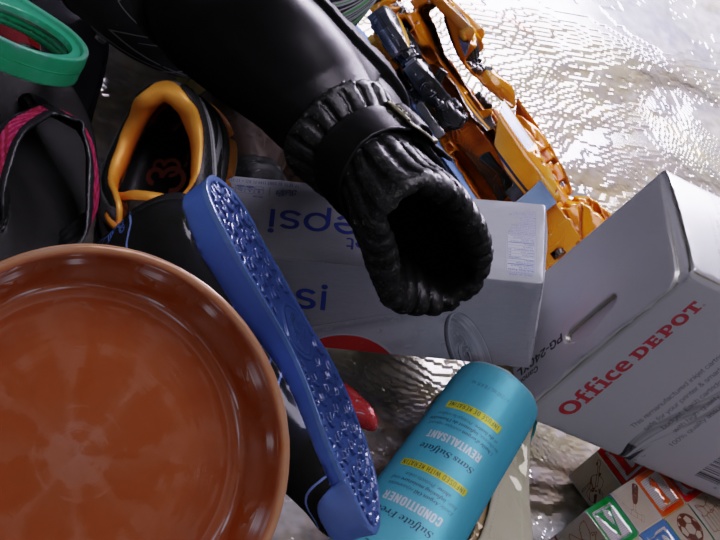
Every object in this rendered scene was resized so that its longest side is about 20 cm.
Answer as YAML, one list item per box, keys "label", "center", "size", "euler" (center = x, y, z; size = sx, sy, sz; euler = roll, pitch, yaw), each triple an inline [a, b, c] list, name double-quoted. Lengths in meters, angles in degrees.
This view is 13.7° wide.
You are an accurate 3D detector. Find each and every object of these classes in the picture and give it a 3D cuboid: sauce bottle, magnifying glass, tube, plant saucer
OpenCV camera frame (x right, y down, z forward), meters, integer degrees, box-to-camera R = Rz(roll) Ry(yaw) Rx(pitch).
- label: "sauce bottle"
  center: [-0.073, -0.097, 1.728]
  size: [0.064, 0.065, 0.201]
  euler: [17, 45, -33]
- label: "magnifying glass"
  center: [-0.205, -0.148, 1.566]
  size: [0.079, 0.023, 0.200]
  euler: [12, 20, -38]
- label: "tube"
  center: [0.027, 0.135, 1.582]
  size: [0.077, 0.051, 0.200]
  euler: [23, 54, 18]
- label: "plant saucer"
  center: [-0.133, 0.088, 1.427]
  size: [0.200, 0.201, 0.032]
  euler: [37, -7, -12]

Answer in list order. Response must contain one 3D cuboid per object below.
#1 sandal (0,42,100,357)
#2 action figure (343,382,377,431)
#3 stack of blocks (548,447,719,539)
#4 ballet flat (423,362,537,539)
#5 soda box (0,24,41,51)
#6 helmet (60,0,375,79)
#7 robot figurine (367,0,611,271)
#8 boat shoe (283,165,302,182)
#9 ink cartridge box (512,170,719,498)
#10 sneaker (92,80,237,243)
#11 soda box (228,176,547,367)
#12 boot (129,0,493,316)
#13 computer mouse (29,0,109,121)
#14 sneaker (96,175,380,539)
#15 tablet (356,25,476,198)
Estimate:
- label: "sandal"
  center: [-0.160, -0.040, 1.497]
  size: [0.075, 0.045, 0.201]
  euler: [24, 42, -25]
- label: "action figure"
  center: [-0.052, 0.126, 1.536]
  size: [0.099, 0.065, 0.199]
  euler: [49, 35, 19]
- label: "stack of blocks"
  center: [0.180, 0.147, 1.752]
  size: [0.115, 0.059, 0.200]
  euler: [53, 37, 9]
- label: "ballet flat"
  center: [0.065, 0.103, 1.674]
  size: [0.069, 0.069, 0.201]
  euler: [27, 40, -24]
- label: "soda box"
  center: [-0.200, -0.047, 1.556]
  size: [0.070, 0.063, 0.201]
  euler: [15, 47, -33]
- label: "helmet"
  center: [-0.074, -0.199, 1.650]
  size: [0.199, 0.200, 0.192]
  euler: [20, 42, -31]
- label: "robot figurine"
  center: [0.075, -0.090, 1.798]
  size: [0.201, 0.058, 0.145]
  euler: [55, 8, 1]
- label: "boat shoe"
  center: [0.007, -0.024, 1.748]
  size: [0.203, 0.074, 0.075]
  euler: [54, -6, 29]
- label: "ink cartridge box"
  center: [0.201, 0.044, 1.689]
  size: [0.199, 0.145, 0.084]
  euler: [24, 40, -32]
- label: "sneaker"
  center: [-0.111, -0.006, 1.546]
  size: [0.078, 0.077, 0.201]
  euler: [2, 72, 7]
- label: "soda box"
  center: [0.000, 0.000, 1.631]
  size: [0.198, 0.069, 0.064]
  euler: [6, 44, -1]
- label: "boot"
  center: [-0.021, -0.077, 1.537]
  size: [0.211, 0.079, 0.158]
  euler: [31, 25, -40]
- label: "computer mouse"
  center: [-0.198, -0.173, 1.691]
  size: [0.140, 0.046, 0.201]
  euler: [26, 41, -27]
- label: "sneaker"
  center: [-0.061, 0.054, 1.492]
  size: [0.201, 0.078, 0.070]
  euler: [63, 16, -8]
- label: "tablet"
  center: [0.023, -0.095, 1.785]
  size: [0.200, 0.014, 0.130]
  euler: [43, 15, -44]
